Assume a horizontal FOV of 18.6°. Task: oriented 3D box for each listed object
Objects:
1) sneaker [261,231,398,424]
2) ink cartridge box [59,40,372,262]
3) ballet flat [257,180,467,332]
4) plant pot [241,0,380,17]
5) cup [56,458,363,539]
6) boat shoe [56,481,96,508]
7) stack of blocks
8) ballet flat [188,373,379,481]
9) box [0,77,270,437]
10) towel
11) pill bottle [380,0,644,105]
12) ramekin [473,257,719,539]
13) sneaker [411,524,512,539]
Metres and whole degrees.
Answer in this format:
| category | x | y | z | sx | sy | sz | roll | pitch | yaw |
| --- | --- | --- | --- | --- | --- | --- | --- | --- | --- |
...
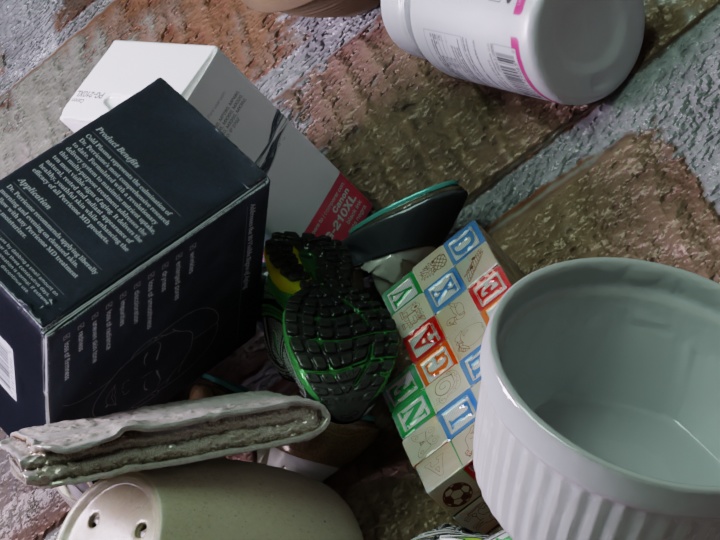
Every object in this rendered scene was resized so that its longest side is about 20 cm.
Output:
| category | x | y | z | sx | sy | sz | roll | pitch | yaw |
| --- | --- | --- | --- | --- | --- | --- | --- | --- | --- |
| sneaker | -0.024 | 0.051 | 1.519 | 0.200 | 0.078 | 0.085 | -111 | 25 | -61 |
| ink cartridge box | -0.111 | -0.084 | 1.692 | 0.145 | 0.200 | 0.084 | 10 | 62 | 49 |
| ballet flat | 0.000 | 0.000 | 1.619 | 0.200 | 0.073 | 0.073 | -23 | 40 | 23 |
| plant pot | -0.016 | -0.285 | 1.892 | 0.201 | 0.093 | 0.201 | -26 | 40 | 24 |
| cup | -0.117 | 0.203 | 1.432 | 0.200 | 0.143 | 0.201 | -25 | 50 | 33 |
| boat shoe | -0.201 | 0.117 | 1.693 | 0.073 | 0.074 | 0.200 | -36 | 37 | 14 |
| stack of blocks | 0.077 | 0.069 | 1.468 | 0.115 | 0.059 | 0.200 | -38 | 35 | 10 |
| ballet flat | -0.061 | 0.123 | 1.561 | 0.200 | 0.068 | 0.073 | 10 | 82 | 48 |
| box | -0.176 | 0.008 | 1.527 | 0.196 | 0.200 | 0.124 | -34 | 65 | -26 |
| towel | -0.131 | 0.106 | 1.429 | 0.199 | 0.035 | 0.133 | -9 | 3 | -16 |
| pill bottle | 0.109 | -0.194 | 1.654 | 0.113 | 0.113 | 0.200 | -53 | 36 | -11 |
| ramekin | 0.157 | 0.094 | 1.250 | 0.200 | 0.200 | 0.105 | -104 | 21 | -51 |
| sneaker | 0.067 | 0.181 | 1.337 | 0.200 | 0.078 | 0.085 | -27 | 38 | 25 |
